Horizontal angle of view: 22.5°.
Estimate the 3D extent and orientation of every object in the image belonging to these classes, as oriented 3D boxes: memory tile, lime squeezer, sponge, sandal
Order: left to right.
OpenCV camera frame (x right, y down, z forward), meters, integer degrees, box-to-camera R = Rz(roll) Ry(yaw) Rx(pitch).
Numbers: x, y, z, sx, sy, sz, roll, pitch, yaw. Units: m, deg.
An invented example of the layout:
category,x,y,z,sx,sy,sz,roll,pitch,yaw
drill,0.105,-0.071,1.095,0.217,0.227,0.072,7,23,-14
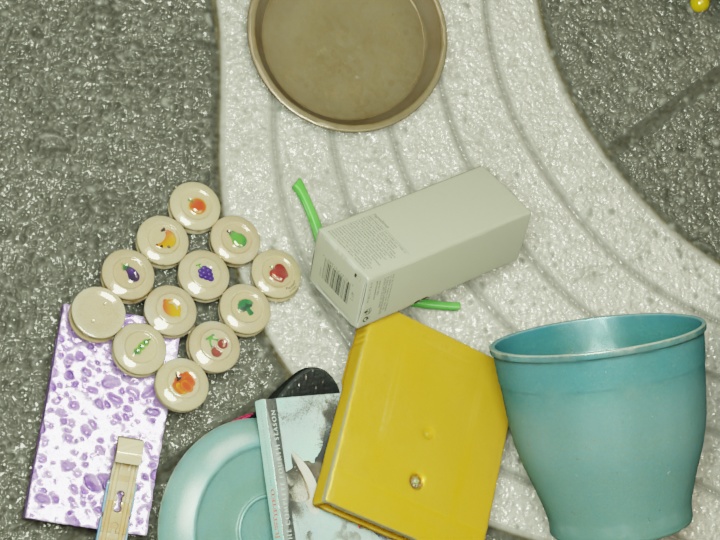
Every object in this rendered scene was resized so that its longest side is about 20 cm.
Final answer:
category,x,y,z,sx,sy,sz,roll,pitch,yaw
sponge,-0.233,0.135,1.647,0.112,0.030,0.200,11,77,-12
memory tile,-0.159,0.021,1.670,0.153,0.017,0.200,41,60,-2
sandal,-0.098,0.163,1.670,0.200,0.045,0.075,-40,107,-31
lime squeezer,0.000,0.000,1.732,0.200,0.038,0.071,37,42,-3

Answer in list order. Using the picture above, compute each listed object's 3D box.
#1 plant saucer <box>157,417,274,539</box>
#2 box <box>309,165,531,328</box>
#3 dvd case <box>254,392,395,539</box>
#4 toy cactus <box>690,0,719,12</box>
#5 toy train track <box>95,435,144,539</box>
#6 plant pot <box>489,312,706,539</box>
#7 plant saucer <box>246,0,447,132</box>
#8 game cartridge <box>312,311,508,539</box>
category,x,y,z,sx,sy,sz,roll,pitch,yaw
plant saucer,-0.088,0.232,1.626,0.200,0.027,0.200,4,82,-35
box,0.056,-0.024,1.688,0.200,0.068,0.082,-21,52,-31
dvd case,0.000,0.182,1.661,0.200,0.022,0.146,-1,79,-35
toy cactus,0.335,-0.355,1.852,0.200,0.102,0.165,38,63,5
toy train track,-0.221,0.247,1.601,0.115,0.033,0.200,11,91,-13
plant pot,0.230,0.149,1.680,0.200,0.200,0.188,-10,97,-15
plant saucer,-0.014,-0.228,1.770,0.200,0.029,0.200,3,78,-13
game cartridge,0.054,0.152,1.674,0.176,0.032,0.200,27,62,-25
